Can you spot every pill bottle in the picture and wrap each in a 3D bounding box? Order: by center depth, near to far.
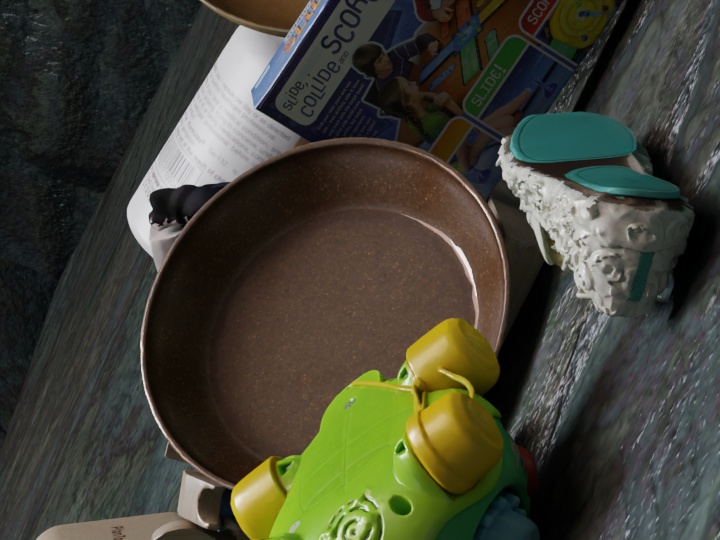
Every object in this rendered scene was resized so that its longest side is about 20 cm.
[{"bbox_3d":[-0.039,-0.084,1.594,0.200,0.114,0.114,-57,12,17],"label":"pill bottle"}]

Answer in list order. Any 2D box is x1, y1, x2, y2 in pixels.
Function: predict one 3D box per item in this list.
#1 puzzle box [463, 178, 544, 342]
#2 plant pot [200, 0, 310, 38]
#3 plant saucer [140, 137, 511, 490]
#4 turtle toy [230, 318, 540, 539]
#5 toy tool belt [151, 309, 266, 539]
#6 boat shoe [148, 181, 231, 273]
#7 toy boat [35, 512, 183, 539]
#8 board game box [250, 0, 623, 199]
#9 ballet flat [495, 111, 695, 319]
[{"bbox_3d":[0.050,0.018,1.501,0.133,0.025,0.200,-64,10,11],"label":"puzzle box"},{"bbox_3d":[-0.013,-0.197,1.535,0.028,0.199,0.201,81,-160,-52],"label":"plant pot"},{"bbox_3d":[-0.014,0.029,1.401,0.037,0.200,0.201,50,-124,-56],"label":"plant saucer"},{"bbox_3d":[0.022,0.102,1.234,0.146,0.101,0.200,-38,16,17],"label":"turtle toy"},{"bbox_3d":[-0.060,0.123,1.469,0.125,0.122,0.201,-150,73,-87],"label":"toy tool belt"},{"bbox_3d":[-0.048,0.040,1.542,0.075,0.092,0.201,-91,-15,-65],"label":"boat shoe"},{"bbox_3d":[-0.158,0.242,1.889,0.200,0.130,0.131,-135,40,-79],"label":"toy boat"},{"bbox_3d":[0.052,-0.136,1.446,0.200,0.135,0.034,-55,16,13],"label":"board game box"},{"bbox_3d":[0.100,-0.023,1.231,0.200,0.072,0.072,-108,43,-76],"label":"ballet flat"}]
